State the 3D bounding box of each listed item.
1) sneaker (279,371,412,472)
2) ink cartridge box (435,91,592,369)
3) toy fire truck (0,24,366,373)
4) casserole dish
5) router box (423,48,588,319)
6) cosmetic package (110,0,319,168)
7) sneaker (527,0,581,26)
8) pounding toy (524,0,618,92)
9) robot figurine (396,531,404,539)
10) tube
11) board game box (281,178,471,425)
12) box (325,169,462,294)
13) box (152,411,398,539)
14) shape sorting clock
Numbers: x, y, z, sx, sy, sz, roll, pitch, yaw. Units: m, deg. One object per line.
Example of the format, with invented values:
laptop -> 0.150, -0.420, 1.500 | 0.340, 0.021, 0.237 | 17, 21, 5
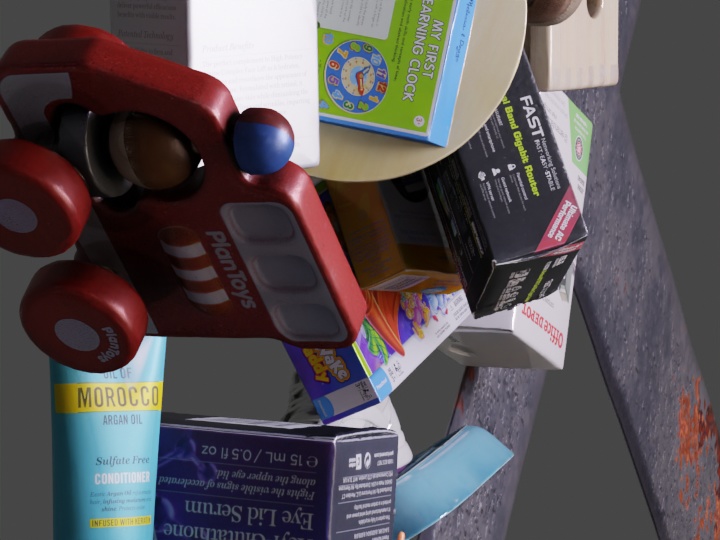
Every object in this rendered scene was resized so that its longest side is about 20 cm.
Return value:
sneaker -> -0.032, 0.101, 1.749 | 0.200, 0.075, 0.100 | -14, 90, -70
ink cartridge box -> 0.108, -0.036, 2.049 | 0.145, 0.084, 0.201 | 34, 61, -66
toy fire truck -> -0.097, -0.038, 1.388 | 0.112, 0.167, 0.200 | -68, 148, -41
casserole dish -> 0.031, 0.155, 1.853 | 0.039, 0.121, 0.200 | 57, 24, 1
router box -> 0.073, -0.085, 1.678 | 0.150, 0.062, 0.201 | 107, -34, -77
cosmetic package -> -0.082, -0.153, 1.516 | 0.101, 0.074, 0.201 | -8, 100, -44
sneaker -> 0.050, -0.215, 1.749 | 0.075, 0.200, 0.071 | -3, 122, -59
pounding toy -> 0.082, -0.183, 1.865 | 0.142, 0.184, 0.201 | -11, 103, -57
robot figurine -> 0.006, 0.266, 1.682 | 0.143, 0.117, 0.201 | -2, 106, -33
tube -> -0.138, 0.111, 1.475 | 0.077, 0.050, 0.201 | 0, 92, -43
board game box -> 0.000, 0.000, 1.758 | 0.135, 0.045, 0.200 | 63, 27, -7
box -> 0.012, -0.084, 1.755 | 0.119, 0.041, 0.201 | 4, 63, -60
box -> -0.067, 0.184, 1.533 | 0.104, 0.147, 0.201 | 5, 88, -69
shape sorting clock -> -0.002, -0.151, 1.598 | 0.039, 0.199, 0.201 | 36, 58, -81
